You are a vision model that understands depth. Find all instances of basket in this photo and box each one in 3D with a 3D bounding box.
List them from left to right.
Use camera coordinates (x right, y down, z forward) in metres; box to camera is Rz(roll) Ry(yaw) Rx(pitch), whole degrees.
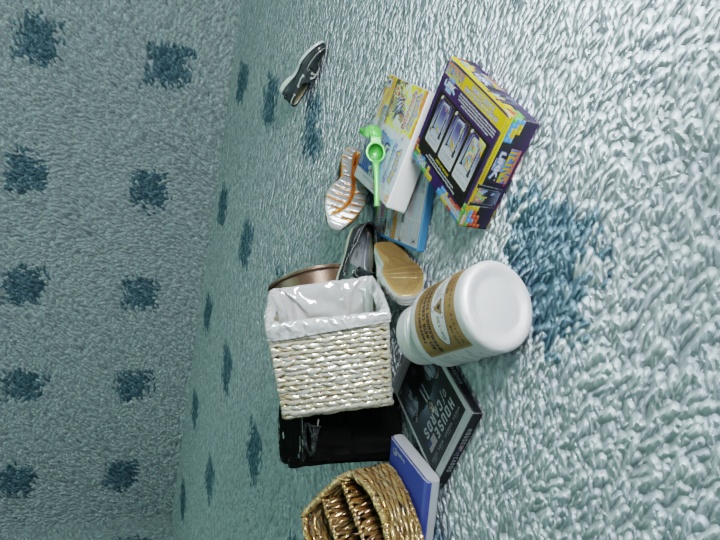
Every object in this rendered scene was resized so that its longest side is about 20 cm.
[{"bbox_3d":[-0.052,0.119,0.992,0.199,0.193,0.166,-115,20,-74],"label":"basket"},{"bbox_3d":[0.005,0.411,0.930,0.202,0.145,0.146,-116,32,-45],"label":"basket"}]

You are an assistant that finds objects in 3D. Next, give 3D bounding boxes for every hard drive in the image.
[{"bbox_3d":[0.077,0.389,0.974,0.132,0.025,0.207,-144,55,-62],"label":"hard drive"}]

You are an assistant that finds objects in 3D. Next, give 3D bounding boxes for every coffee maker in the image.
[{"bbox_3d":[-0.026,0.280,1.044,0.191,0.194,0.139,-155,70,-64],"label":"coffee maker"}]

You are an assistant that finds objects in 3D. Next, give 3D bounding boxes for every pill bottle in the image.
[{"bbox_3d":[0.130,0.069,0.832,0.199,0.111,0.118,146,124,-60],"label":"pill bottle"}]

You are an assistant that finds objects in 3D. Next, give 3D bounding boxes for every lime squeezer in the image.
[{"bbox_3d":[0.017,-0.210,1.077,0.071,0.037,0.204,-53,36,41],"label":"lime squeezer"}]

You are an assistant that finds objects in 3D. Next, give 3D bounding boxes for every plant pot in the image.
[{"bbox_3d":[-0.073,0.117,1.204,0.200,0.195,0.204,-40,57,57],"label":"plant pot"}]

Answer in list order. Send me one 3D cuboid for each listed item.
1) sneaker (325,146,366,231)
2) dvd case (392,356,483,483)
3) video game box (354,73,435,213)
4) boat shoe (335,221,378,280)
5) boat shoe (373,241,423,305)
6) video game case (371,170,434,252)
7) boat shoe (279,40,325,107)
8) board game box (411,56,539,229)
[{"bbox_3d":[-0.026,-0.154,1.225,0.078,0.076,0.204,115,174,-54],"label":"sneaker"},{"bbox_3d":[0.113,0.200,0.955,0.202,0.024,0.154,-117,38,-50],"label":"dvd case"},{"bbox_3d":[0.065,-0.230,1.082,0.182,0.046,0.205,49,123,57],"label":"video game box"},{"bbox_3d":[0.002,0.000,1.136,0.066,0.073,0.205,-34,39,58],"label":"boat shoe"},{"bbox_3d":[0.064,0.018,1.048,0.201,0.068,0.071,-106,18,-64],"label":"boat shoe"},{"bbox_3d":[0.075,-0.125,1.104,0.199,0.017,0.148,-150,66,-64],"label":"video game case"},{"bbox_3d":[-0.141,-0.516,1.604,0.061,0.075,0.199,51,136,1],"label":"boat shoe"},{"bbox_3d":[0.157,-0.188,0.887,0.202,0.055,0.168,-113,38,-47],"label":"board game box"}]
